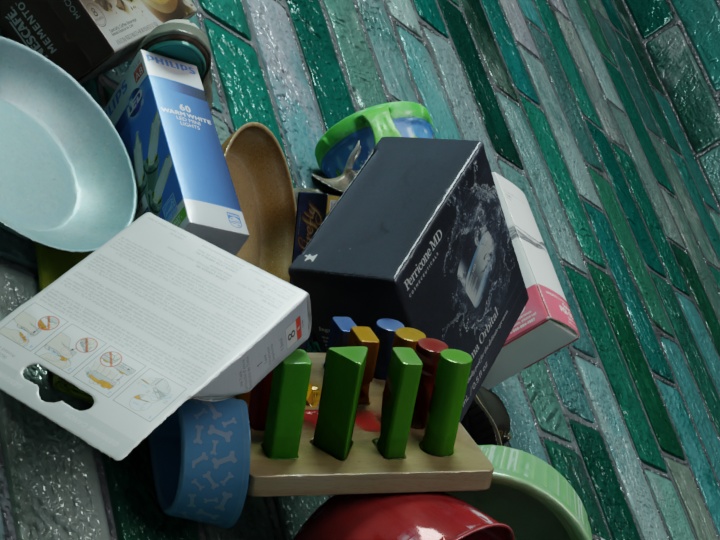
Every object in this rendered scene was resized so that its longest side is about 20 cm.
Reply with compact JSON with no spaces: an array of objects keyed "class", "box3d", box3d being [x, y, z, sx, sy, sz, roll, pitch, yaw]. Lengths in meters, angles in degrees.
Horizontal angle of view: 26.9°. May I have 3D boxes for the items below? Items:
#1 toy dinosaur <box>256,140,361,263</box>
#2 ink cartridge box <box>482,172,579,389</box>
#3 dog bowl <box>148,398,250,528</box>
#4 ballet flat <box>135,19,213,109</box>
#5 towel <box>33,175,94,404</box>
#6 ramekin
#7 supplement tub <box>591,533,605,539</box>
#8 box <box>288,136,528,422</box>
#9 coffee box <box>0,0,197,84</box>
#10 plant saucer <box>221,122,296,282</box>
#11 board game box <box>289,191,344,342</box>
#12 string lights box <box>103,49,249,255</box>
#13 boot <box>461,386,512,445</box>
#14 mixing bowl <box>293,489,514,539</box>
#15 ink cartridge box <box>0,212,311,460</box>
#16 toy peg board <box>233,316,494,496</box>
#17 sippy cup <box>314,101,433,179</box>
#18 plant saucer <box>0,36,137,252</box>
[{"class":"toy dinosaur","box3d":[-0.056,-0.045,1.495,0.199,0.077,0.103,-25,85,-40]},{"class":"ink cartridge box","box3d":[0.142,0.013,1.700,0.083,0.146,0.202,27,38,-50]},{"class":"dog bowl","box3d":[-0.128,0.097,1.131,0.049,0.112,0.201,2,52,-22]},{"class":"ballet flat","box3d":[-0.165,-0.190,1.352,0.200,0.067,0.064,103,-11,-73]},{"class":"towel","box3d":[-0.215,0.016,1.166,0.086,0.018,0.201,30,36,-48]},{"class":"ramekin","box3d":[0.111,0.250,1.305,0.201,0.199,0.098,55,17,-6]},{"class":"supplement tub","box3d":[0.201,0.357,1.433,0.123,0.122,0.201,46,27,-25]},{"class":"box","box3d":[0.051,0.014,1.399,0.197,0.116,0.201,-56,139,-38]},{"class":"coffee box","box3d":[-0.239,-0.240,1.348,0.114,0.079,0.200,56,24,-7]},{"class":"plant saucer","box3d":[-0.105,-0.029,1.330,0.200,0.035,0.203,0,90,-72]},{"class":"board game box","box3d":[0.000,0.000,1.457,0.199,0.034,0.137,5,90,-59]},{"class":"string lights box","box3d":[-0.160,-0.073,1.240,0.059,0.103,0.201,11,42,-35]},{"class":"boot","box3d":[0.133,0.183,1.577,0.138,0.077,0.202,36,33,-49]},{"class":"mixing bowl","box3d":[0.013,0.234,1.169,0.108,0.201,0.200,45,16,28]},{"class":"ink cartridge box","box3d":[-0.154,0.053,1.055,0.200,0.161,0.050,-43,146,-36]},{"class":"toy peg board","box3d":[-0.014,0.081,1.181,0.198,0.099,0.199,2,23,-22]},{"class":"sippy cup","box3d":[0.032,-0.092,1.630,0.177,0.139,0.131,12,52,-55]},{"class":"plant saucer","box3d":[-0.262,-0.091,1.160,0.200,0.039,0.202,35,35,-29]}]
